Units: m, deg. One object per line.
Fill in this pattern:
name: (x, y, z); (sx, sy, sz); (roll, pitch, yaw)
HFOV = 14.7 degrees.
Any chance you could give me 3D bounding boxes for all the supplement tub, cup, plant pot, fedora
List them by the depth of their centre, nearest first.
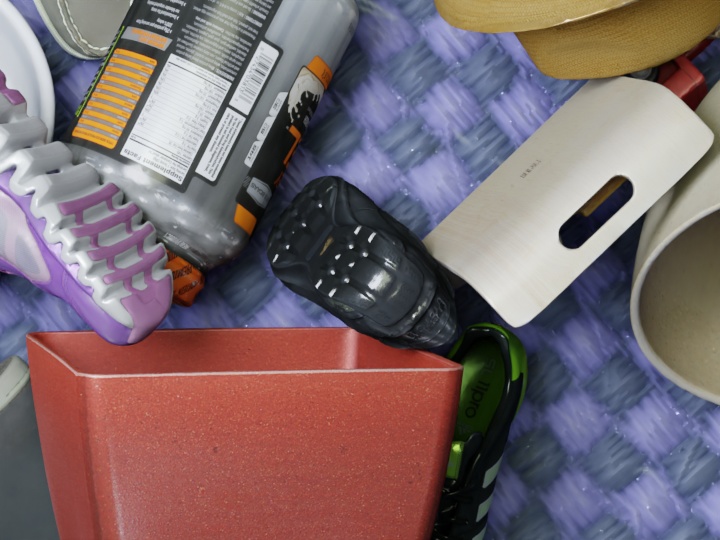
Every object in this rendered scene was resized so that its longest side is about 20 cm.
plant pot: (-0.067, 0.128, 1.484); (0.198, 0.200, 0.178); (0, 95, -15)
cup: (0.242, -0.037, 1.501); (0.199, 0.201, 0.144); (-4, 51, 8)
fedora: (0.140, -0.161, 1.514); (0.199, 0.201, 0.082); (-22, 119, 4)
supplement tub: (-0.093, -0.089, 1.584); (0.122, 0.123, 0.201); (25, 83, 13)

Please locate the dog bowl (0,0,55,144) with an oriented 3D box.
dog bowl: (-0.275, -0.078, 1.601); (0.198, 0.079, 0.201); (3, 65, -7)

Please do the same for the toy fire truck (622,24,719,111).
toy fire truck: (0.193, -0.160, 1.593); (0.141, 0.049, 0.200); (-41, 74, -2)

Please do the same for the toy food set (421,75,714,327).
toy food set: (0.111, -0.034, 1.504); (0.143, 0.200, 0.060); (-43, 100, -2)

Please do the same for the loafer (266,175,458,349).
loafer: (0.000, 0.000, 1.532); (0.070, 0.201, 0.068); (38, 91, -22)

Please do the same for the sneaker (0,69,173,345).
sneaker: (-0.185, -0.026, 1.504); (0.200, 0.080, 0.089); (46, 114, 15)

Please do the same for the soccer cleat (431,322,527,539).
soccer cleat: (0.043, 0.122, 1.537); (0.067, 0.081, 0.201); (15, 81, 12)

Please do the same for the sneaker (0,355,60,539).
sneaker: (-0.223, 0.155, 1.556); (0.106, 0.075, 0.200); (44, 83, -9)

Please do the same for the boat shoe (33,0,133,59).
boat shoe: (-0.158, -0.216, 1.612); (0.072, 0.060, 0.203); (-10, 109, -21)
